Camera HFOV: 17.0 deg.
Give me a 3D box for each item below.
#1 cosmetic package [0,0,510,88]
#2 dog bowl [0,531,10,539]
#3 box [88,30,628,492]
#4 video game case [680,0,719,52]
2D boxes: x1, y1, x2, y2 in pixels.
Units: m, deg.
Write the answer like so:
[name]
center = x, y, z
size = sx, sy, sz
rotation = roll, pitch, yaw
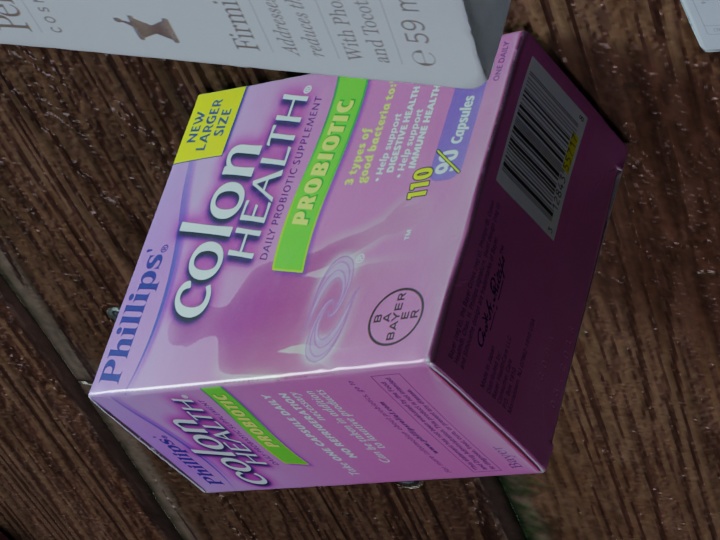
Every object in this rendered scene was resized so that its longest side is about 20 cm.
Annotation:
[cosmetic package]
center = -0.045, -0.181, 0.830
size = 0.200, 0.167, 0.167
rotation = 7, 152, 19
[dog bowl]
center = -0.338, 0.224, 1.782
size = 0.200, 0.074, 0.200
rotation = 13, 150, 7
[box]
center = 0.000, 0.000, 1.110
size = 0.200, 0.176, 0.097
rotation = -8, 143, 38
[video game case]
center = 0.185, -0.159, 0.871
size = 0.181, 0.046, 0.200
rotation = 2, 147, 28
